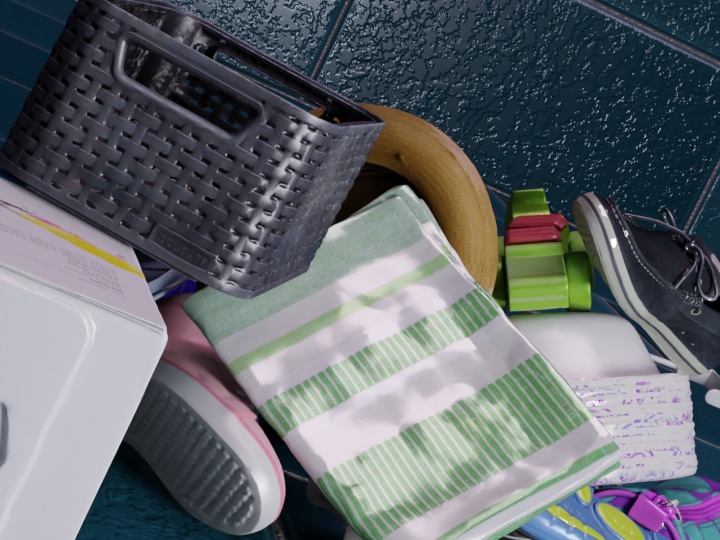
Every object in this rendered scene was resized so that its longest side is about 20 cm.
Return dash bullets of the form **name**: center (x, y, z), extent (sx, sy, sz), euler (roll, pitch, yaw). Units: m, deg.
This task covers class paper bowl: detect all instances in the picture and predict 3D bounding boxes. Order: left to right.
- **paper bowl**: center (0.102, 0.083, 1.287), extent (0.200, 0.105, 0.201), euler (-5, -7, -1)

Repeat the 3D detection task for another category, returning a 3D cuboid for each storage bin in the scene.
- **storage bin**: center (-0.077, -0.063, 1.028), extent (0.135, 0.094, 0.200), euler (29, 9, 5)

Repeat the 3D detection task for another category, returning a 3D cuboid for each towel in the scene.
- **towel**: center (0.024, 0.057, 1.104), extent (0.152, 0.023, 0.200), euler (-28, 66, -25)

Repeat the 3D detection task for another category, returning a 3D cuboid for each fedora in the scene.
- **fedora**: center (0.000, 0.000, 1.235), extent (0.200, 0.201, 0.082), euler (31, 7, 29)

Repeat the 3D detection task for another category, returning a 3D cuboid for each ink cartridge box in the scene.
- **ink cartridge box**: center (-0.186, 0.036, 0.907), extent (0.146, 0.147, 0.200), euler (23, 9, -18)

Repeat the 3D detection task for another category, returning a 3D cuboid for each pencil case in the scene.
- **pencil case**: center (0.186, 0.172, 1.308), extent (0.085, 0.092, 0.200), euler (49, 15, 17)

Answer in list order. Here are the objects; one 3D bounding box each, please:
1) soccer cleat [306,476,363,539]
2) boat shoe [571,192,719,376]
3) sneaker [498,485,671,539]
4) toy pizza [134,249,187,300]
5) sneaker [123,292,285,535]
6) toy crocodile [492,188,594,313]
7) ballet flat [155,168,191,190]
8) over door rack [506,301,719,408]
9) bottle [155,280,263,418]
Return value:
- **soccer cleat**: center (0.033, 0.158, 1.109), extent (0.077, 0.069, 0.200), euler (-1, 22, -23)
- **boat shoe**: center (0.186, 0.001, 1.285), extent (0.200, 0.062, 0.075), euler (41, 21, -49)
- **sneaker**: center (0.136, 0.183, 1.179), extent (0.200, 0.083, 0.071), euler (39, 38, -5)
- **toy pizza**: center (-0.182, 0.009, 1.186), extent (0.200, 0.032, 0.200), euler (-8, 20, 3)
- **sneaker**: center (-0.078, 0.067, 1.147), extent (0.105, 0.075, 0.200), euler (-19, 32, -32)
- **toy crocodile**: center (0.110, -0.009, 1.308), extent (0.067, 0.062, 0.200), euler (-3, 9, 8)
- **ballet flat**: center (-0.137, -0.043, 1.170), extent (0.200, 0.063, 0.069), euler (-17, 20, -21)
- **over door rack**: center (0.126, 0.092, 1.426), extent (0.200, 0.148, 0.067), euler (24, 22, -8)
- **bottle**: center (-0.116, 0.022, 1.316), extent (0.200, 0.084, 0.065), euler (25, 7, -8)
